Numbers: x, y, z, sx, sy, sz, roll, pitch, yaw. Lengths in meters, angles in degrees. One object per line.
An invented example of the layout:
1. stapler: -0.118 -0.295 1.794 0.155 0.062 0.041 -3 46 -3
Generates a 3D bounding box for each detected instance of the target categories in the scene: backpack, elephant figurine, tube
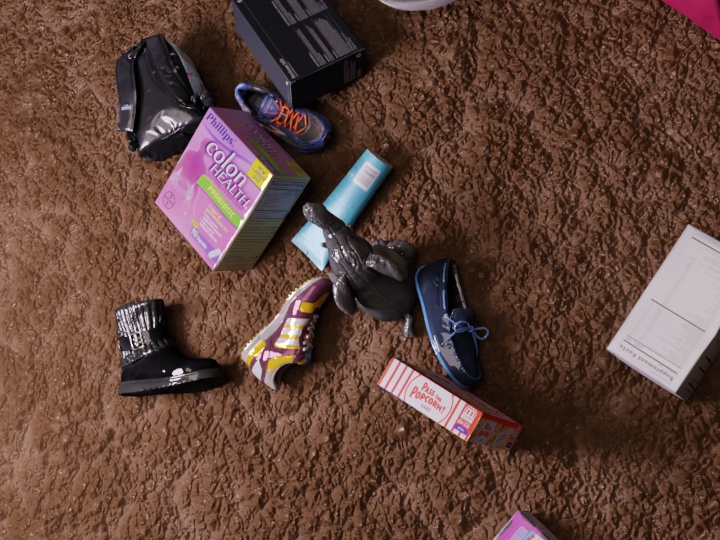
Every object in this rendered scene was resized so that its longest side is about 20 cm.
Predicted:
1. backpack: -0.339 -0.300 1.927 0.167 0.127 0.200 -25 68 5
2. elephant figurine: 0.000 0.000 1.664 0.155 0.200 0.142 17 85 26
3. tube: -0.028 -0.101 1.789 0.077 0.050 0.200 44 103 30

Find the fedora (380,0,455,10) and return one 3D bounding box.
1. fedora: 0.112 -0.484 1.785 0.200 0.090 0.177 -17 74 13

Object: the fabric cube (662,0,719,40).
1. fabric cube: 0.485 -0.474 1.557 0.196 0.199 0.200 42 96 25

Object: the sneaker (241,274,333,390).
1. sneaker: -0.095 0.098 1.763 0.090 0.075 0.200 46 105 17

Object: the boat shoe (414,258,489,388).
1. boat shoe: 0.137 0.072 1.652 0.069 0.084 0.200 -31 70 27

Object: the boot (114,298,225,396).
1. boot: -0.319 0.121 1.848 0.211 0.079 0.158 -7 75 23

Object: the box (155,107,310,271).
1. box: -0.210 -0.130 1.816 0.176 0.097 0.200 47 116 25

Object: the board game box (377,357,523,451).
1. board game box: 0.129 0.190 1.565 0.151 0.200 0.046 31 91 26

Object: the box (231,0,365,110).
1. box: -0.103 -0.381 1.837 0.141 0.079 0.200 -26 65 -16

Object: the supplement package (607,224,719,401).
1. supplement package: 0.439 0.059 1.505 0.114 0.110 0.200 35 93 26

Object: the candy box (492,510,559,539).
1. candy box: 0.253 0.446 1.529 0.200 0.061 0.136 43 97 26

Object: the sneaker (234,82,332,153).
1. sneaker: -0.134 -0.254 1.850 0.200 0.078 0.075 27 91 27
